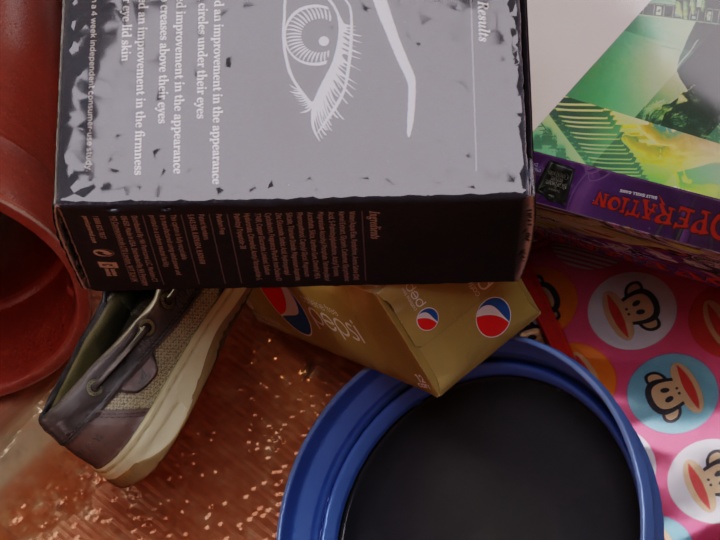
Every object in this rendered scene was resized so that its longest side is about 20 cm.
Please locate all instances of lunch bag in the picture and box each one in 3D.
[{"bbox_3d":[0.133,0.072,1.076,0.176,0.082,0.200,-20,61,-4],"label":"lunch bag"}]

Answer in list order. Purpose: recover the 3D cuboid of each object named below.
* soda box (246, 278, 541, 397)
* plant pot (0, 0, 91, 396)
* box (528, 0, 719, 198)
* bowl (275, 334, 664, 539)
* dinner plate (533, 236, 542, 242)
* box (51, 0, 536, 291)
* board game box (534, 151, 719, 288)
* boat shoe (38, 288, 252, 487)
[{"bbox_3d":[0.000,0.000,1.058,0.068,0.064,0.200,-39,24,-17],"label":"soda box"},{"bbox_3d":[-0.233,-0.065,1.106,0.201,0.201,0.195,-2,53,1],"label":"plant pot"},{"bbox_3d":[0.135,-0.135,1.057,0.144,0.036,0.200,17,92,7],"label":"box"},{"bbox_3d":[0.052,0.129,1.016,0.201,0.039,0.201,-11,69,31],"label":"bowl"},{"bbox_3d":[0.120,-0.099,1.157,0.200,0.024,0.200,0,94,-2],"label":"dinner plate"},{"bbox_3d":[-0.027,-0.076,0.931,0.200,0.104,0.148,0,69,1],"label":"box"},{"bbox_3d":[0.099,-0.031,1.024,0.200,0.120,0.032,16,89,23],"label":"board game box"},{"bbox_3d":[-0.094,0.005,1.042,0.065,0.073,0.200,35,58,-26],"label":"boat shoe"}]
